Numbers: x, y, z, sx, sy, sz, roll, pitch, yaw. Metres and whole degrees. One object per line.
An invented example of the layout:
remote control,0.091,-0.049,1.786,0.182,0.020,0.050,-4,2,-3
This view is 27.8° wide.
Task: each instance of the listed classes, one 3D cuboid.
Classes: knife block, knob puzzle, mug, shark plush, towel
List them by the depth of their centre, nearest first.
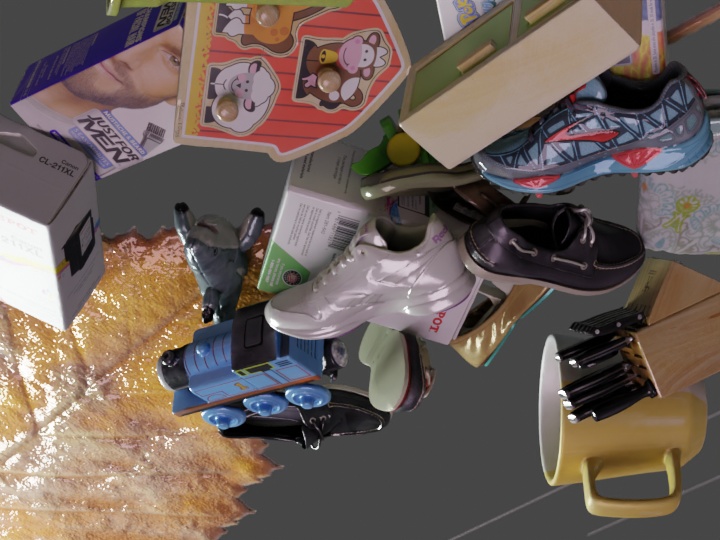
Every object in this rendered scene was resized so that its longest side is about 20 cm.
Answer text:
knob puzzle,-0.051,-0.177,1.226,0.217,0.031,0.221,-7,123,-10
towel,0.346,-0.081,1.280,0.198,0.048,0.172,2,135,10
knife block,0.290,0.086,1.376,0.199,0.177,0.064,22,179,-13
shark plush,-0.154,0.014,1.453,0.090,0.084,0.201,12,137,-3
mug,0.264,0.159,1.461,0.152,0.188,0.150,1,165,-2

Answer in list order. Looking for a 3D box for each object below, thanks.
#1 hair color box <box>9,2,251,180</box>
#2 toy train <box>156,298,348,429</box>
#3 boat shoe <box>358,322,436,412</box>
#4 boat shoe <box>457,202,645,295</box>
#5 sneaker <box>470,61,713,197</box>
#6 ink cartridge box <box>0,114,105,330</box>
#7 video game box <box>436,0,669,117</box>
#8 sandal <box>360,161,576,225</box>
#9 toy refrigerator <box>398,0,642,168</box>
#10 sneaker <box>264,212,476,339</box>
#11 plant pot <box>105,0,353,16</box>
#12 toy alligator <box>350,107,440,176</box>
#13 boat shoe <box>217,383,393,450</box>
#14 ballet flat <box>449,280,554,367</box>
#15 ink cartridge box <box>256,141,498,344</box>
hair color box,-0.200,-0.161,1.297,0.199,0.065,0.109,-21,128,27
toy train,-0.111,0.092,1.433,0.199,0.087,0.114,-16,145,30
boat shoe,0.043,0.097,1.435,0.062,0.200,0.072,27,98,-12
boat shoe,0.182,-0.025,1.285,0.198,0.073,0.063,1,144,-30
sneaker,0.184,-0.127,1.196,0.198,0.080,0.096,-10,125,11
ink cartridge box,-0.327,-0.049,1.374,0.145,0.083,0.201,24,151,8
video game box,0.155,-0.214,1.183,0.180,0.047,0.201,-1,136,16
sandal,0.096,-0.066,1.295,0.199,0.058,0.080,-5,173,-16
toy refrigerator,0.122,-0.169,1.148,0.070,0.076,0.199,38,132,-26
sneaker,0.000,0.000,1.306,0.198,0.075,0.100,-15,117,19
plant pot,-0.085,-0.276,1.083,0.182,0.202,0.201,7,138,-13
toy alligator,0.086,-0.124,1.290,0.198,0.059,0.055,-9,90,10
boat shoe,-0.065,0.166,1.605,0.197,0.066,0.075,8,136,3
ballet flat,0.140,0.025,1.421,0.063,0.069,0.200,33,133,-2
ink cartridge box,0.017,-0.028,1.374,0.198,0.084,0.145,16,137,-5
